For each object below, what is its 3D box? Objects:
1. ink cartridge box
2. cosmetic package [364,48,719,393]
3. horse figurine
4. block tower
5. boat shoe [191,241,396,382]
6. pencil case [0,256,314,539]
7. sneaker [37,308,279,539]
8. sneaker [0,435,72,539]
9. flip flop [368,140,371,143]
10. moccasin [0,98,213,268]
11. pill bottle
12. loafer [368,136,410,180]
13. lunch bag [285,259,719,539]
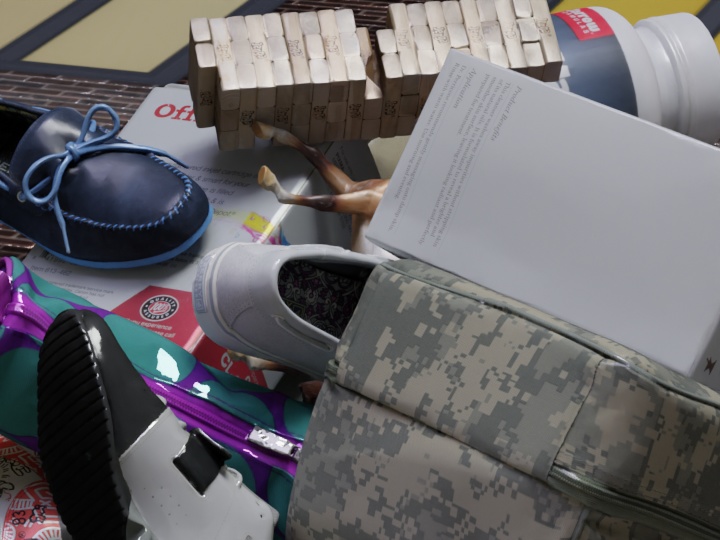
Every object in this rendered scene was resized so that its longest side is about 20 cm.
[{"bbox_3d":[-0.094,-0.004,1.561,0.145,0.083,0.200,8,48,33],"label":"ink cartridge box"},{"bbox_3d":[0.116,-0.022,1.386,0.199,0.113,0.081,26,-1,30],"label":"cosmetic package"},{"bbox_3d":[0.000,0.000,1.492,0.132,0.201,0.050,16,-28,-22],"label":"horse figurine"},{"bbox_3d":[0.007,-0.109,1.537,0.199,0.058,0.054,-6,55,-9],"label":"block tower"},{"bbox_3d":[0.009,0.023,1.403,0.200,0.072,0.068,24,-19,-40],"label":"boat shoe"},{"bbox_3d":[-0.104,0.069,1.376,0.199,0.092,0.085,25,64,-10],"label":"pencil case"},{"bbox_3d":[-0.088,0.108,1.306,0.088,0.201,0.074,-15,-10,-35],"label":"sneaker"},{"bbox_3d":[-0.199,0.110,1.431,0.107,0.068,0.201,-8,27,-14],"label":"sneaker"},{"bbox_3d":[0.048,-0.098,1.860,0.199,0.081,0.058,-18,12,-16],"label":"flip flop"},{"bbox_3d":[-0.171,-0.053,1.532,0.199,0.068,0.081,12,50,36],"label":"moccasin"},{"bbox_3d":[0.127,-0.105,1.791,0.199,0.120,0.120,-13,25,-18],"label":"pill bottle"},{"bbox_3d":[0.037,-0.059,1.651,0.076,0.068,0.200,-36,-5,-22],"label":"loafer"},{"bbox_3d":[0.066,0.105,1.288,0.200,0.168,0.139,24,-2,43],"label":"lunch bag"}]
